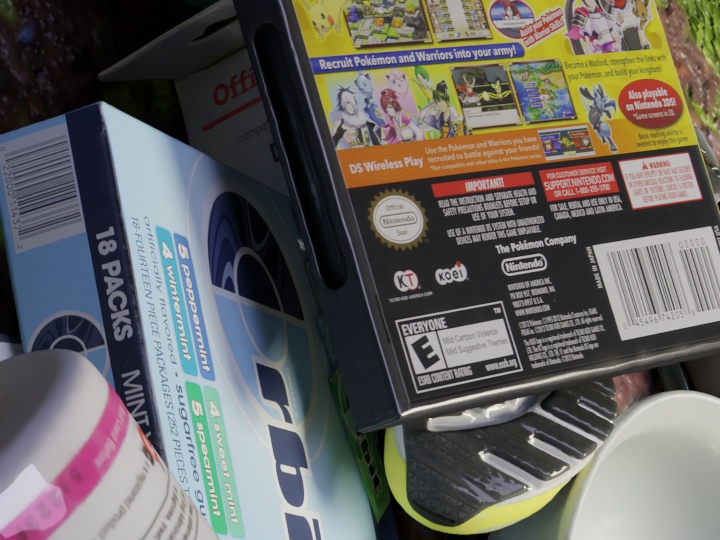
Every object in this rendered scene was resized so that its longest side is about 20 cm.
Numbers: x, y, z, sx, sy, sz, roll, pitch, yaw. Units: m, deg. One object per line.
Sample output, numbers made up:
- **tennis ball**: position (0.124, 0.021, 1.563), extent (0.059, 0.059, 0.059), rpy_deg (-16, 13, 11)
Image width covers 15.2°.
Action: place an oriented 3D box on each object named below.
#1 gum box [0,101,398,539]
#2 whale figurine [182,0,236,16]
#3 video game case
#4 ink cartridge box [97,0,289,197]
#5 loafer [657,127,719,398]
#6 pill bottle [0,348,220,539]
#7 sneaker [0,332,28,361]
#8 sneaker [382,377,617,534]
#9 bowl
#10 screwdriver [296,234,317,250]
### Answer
- **gum box**: position (-0.046, 0.050, 0.892), extent (0.200, 0.044, 0.170), rpy_deg (23, 52, -67)
- **whale figurine**: position (-0.013, -0.174, 0.958), extent (0.159, 0.200, 0.104), rpy_deg (8, 41, -43)
- **video game case**: position (0.047, -0.047, 0.930), extent (0.200, 0.025, 0.181), rpy_deg (-9, 80, -47)
- **ink cartridge box**: position (0.014, -0.060, 1.008), extent (0.200, 0.117, 0.067), rpy_deg (-2, 73, -46)
- **loafer**: position (0.151, -0.012, 1.174), extent (0.072, 0.063, 0.200), rpy_deg (-16, 84, -50)
- **pill bottle**: position (-0.064, 0.130, 0.723), extent (0.200, 0.113, 0.113), rpy_deg (55, 42, -16)
- **sneaker**: position (-0.150, 0.095, 0.792), extent (0.202, 0.077, 0.146), rpy_deg (-6, 80, -52)
- **sneaker**: position (0.042, 0.053, 0.983), extent (0.078, 0.090, 0.200), rpy_deg (32, 26, 0)
- **bowl**: position (0.097, 0.149, 1.010), extent (0.201, 0.090, 0.201), rpy_deg (17, 68, -49)
- **screwdriver**: position (0.000, 0.000, 0.962), extent (0.200, 0.028, 0.029), rpy_deg (-7, 113, -77)
